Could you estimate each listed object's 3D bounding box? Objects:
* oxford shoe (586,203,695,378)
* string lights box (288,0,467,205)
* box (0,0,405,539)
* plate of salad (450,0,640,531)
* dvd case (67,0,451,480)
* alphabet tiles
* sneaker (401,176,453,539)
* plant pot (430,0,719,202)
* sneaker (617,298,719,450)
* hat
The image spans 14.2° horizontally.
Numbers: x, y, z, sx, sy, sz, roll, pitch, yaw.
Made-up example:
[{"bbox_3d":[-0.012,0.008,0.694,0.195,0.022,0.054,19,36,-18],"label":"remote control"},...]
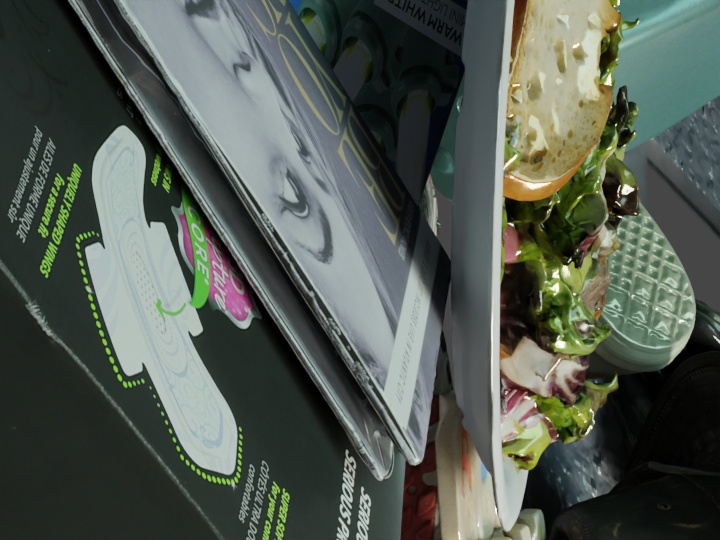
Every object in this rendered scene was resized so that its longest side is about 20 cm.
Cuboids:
[{"bbox_3d":[0.055,-0.042,1.081,0.075,0.058,0.200,-18,72,-34],"label":"oxford shoe"},{"bbox_3d":[-0.024,-0.057,0.848,0.103,0.059,0.200,24,83,-53],"label":"string lights box"},{"bbox_3d":[-0.101,0.033,0.661,0.200,0.148,0.124,54,21,-25],"label":"box"},{"bbox_3d":[0.057,-0.024,0.834,0.200,0.048,0.200,2,90,-83],"label":"plate of salad"},{"bbox_3d":[-0.036,-0.058,0.717,0.200,0.016,0.149,58,13,-13],"label":"dvd case"},{"bbox_3d":[0.043,0.132,0.900,0.200,0.015,0.196,-5,92,-79],"label":"alphabet tiles"},{"bbox_3d":[0.000,0.000,0.936,0.082,0.078,0.200,16,59,-56],"label":"sneaker"},{"bbox_3d":[0.084,-0.123,1.026,0.141,0.141,0.200,47,54,8],"label":"plant pot"},{"bbox_3d":[0.165,0.047,1.180,0.199,0.076,0.114,-32,106,-55],"label":"sneaker"},{"bbox_3d":[0.107,0.125,0.988,0.081,0.201,0.201,-4,72,-23],"label":"hat"}]
